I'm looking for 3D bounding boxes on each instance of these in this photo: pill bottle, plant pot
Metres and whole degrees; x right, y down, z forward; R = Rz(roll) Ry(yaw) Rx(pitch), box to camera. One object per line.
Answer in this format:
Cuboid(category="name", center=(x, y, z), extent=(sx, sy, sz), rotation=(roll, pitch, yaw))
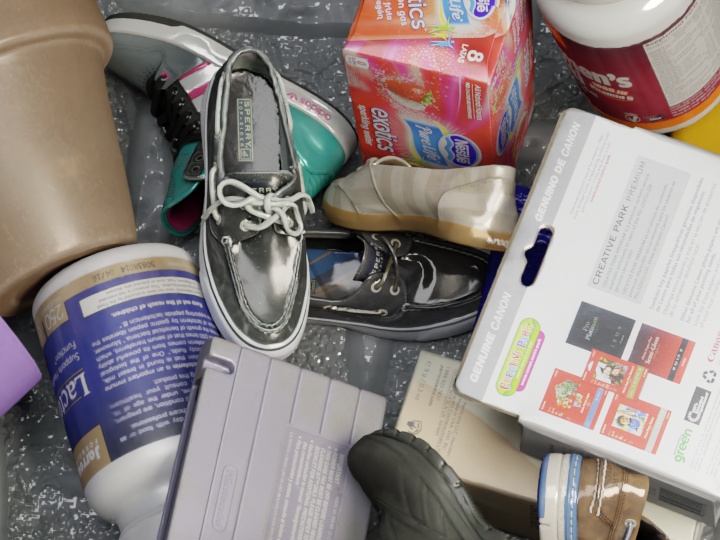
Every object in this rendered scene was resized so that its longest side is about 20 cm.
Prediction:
Cuboid(category="pill bottle", center=(-0.132, 0.094, 1.609), extent=(0.115, 0.116, 0.201), rotation=(-19, 68, -3))
Cuboid(category="pill bottle", center=(0.168, -0.173, 1.565), extent=(0.109, 0.200, 0.110), rotation=(-7, 66, 16))
Cuboid(category="plant pot", center=(-0.232, -0.071, 1.648), extent=(0.199, 0.200, 0.175), rotation=(-25, 78, -5))

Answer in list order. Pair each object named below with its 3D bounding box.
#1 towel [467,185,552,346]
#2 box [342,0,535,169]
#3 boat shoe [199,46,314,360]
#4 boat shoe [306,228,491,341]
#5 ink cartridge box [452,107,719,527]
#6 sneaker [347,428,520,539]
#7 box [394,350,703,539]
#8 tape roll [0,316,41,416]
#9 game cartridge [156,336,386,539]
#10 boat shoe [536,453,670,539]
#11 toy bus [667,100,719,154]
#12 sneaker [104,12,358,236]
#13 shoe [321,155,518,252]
Cuboid(category="towel", center=(0.169, 0.038, 1.608), extent=(0.199, 0.050, 0.149), rotation=(15, 104, 12))
Cuboid(category="box", center=(0.055, -0.125, 1.634), extent=(0.099, 0.200, 0.096), rotation=(15, 69, 10))
Cuboid(category="boat shoe", center=(-0.064, -0.044, 1.606), extent=(0.073, 0.068, 0.201), rotation=(2, 75, -11))
Cuboid(category="boat shoe", center=(0.000, 0.000, 1.661), extent=(0.198, 0.066, 0.070), rotation=(5, 70, 7))
Cuboid(category="ink cartridge box", center=(0.171, 0.025, 1.521), extent=(0.175, 0.084, 0.201), rotation=(21, 76, 11))
Cuboid(category="sneaker", center=(0.041, 0.169, 1.475), extent=(0.091, 0.076, 0.200), rotation=(-37, 46, -8))
Cuboid(category="box", center=(0.123, 0.124, 1.588), extent=(0.199, 0.095, 0.078), rotation=(15, 71, 12))
Cuboid(category="tape roll", center=(-0.294, 0.017, 1.607), extent=(0.066, 0.200, 0.200), rotation=(-43, 71, -12))
Cuboid(category="game cartridge", center=(-0.058, 0.153, 1.531), extent=(0.129, 0.038, 0.201), rotation=(23, 62, -21))
Cuboid(category="boat shoe", center=(0.150, 0.183, 1.503), extent=(0.072, 0.200, 0.073), rotation=(3, 56, 13))
Cuboid(category="toy bus", center=(0.237, -0.106, 1.676), extent=(0.065, 0.078, 0.201), rotation=(4, 69, 6))
Cuboid(category="sneaker", center=(-0.115, -0.087, 1.701), extent=(0.199, 0.084, 0.121), rotation=(26, 63, 13))
Cuboid(category="shoe", center=(0.041, -0.049, 1.626), extent=(0.070, 0.200, 0.054), rotation=(1, 96, -33))
